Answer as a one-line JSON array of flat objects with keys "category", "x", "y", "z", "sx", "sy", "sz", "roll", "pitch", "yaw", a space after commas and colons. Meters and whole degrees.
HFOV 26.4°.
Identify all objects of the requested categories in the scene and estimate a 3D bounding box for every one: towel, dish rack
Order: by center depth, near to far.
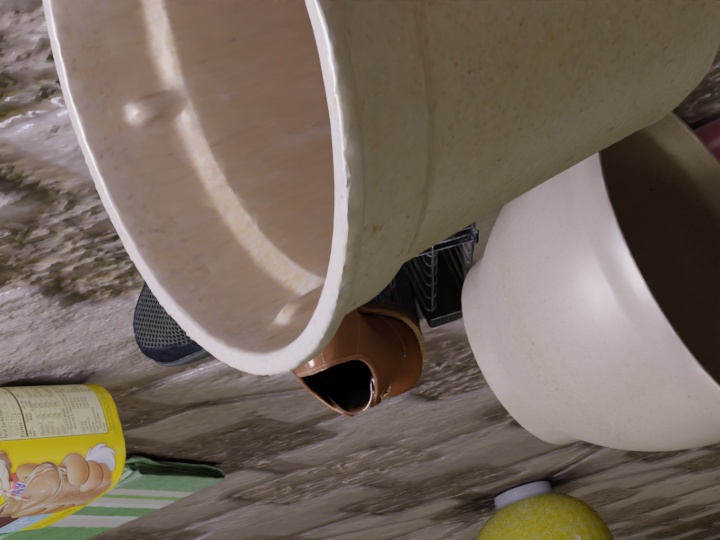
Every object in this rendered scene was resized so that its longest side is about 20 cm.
[{"category": "dish rack", "x": 0.000, "y": 0.000, "z": 0.939, "sx": 0.152, "sy": 0.055, "sz": 0.200, "roll": -17, "pitch": 160, "yaw": -4}, {"category": "towel", "x": -0.241, "y": 0.213, "z": 1.380, "sx": 0.198, "sy": 0.024, "sz": 0.152, "roll": -26, "pitch": 160, "yaw": 19}]

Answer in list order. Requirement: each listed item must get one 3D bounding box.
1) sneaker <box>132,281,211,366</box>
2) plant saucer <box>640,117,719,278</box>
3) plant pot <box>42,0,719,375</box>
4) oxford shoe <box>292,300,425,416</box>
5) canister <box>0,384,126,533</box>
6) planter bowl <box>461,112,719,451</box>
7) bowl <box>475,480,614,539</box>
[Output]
[{"category": "sneaker", "x": -0.089, "y": -0.015, "z": 0.782, "sx": 0.113, "sy": 0.077, "sz": 0.199, "roll": 1, "pitch": 152, "yaw": -38}, {"category": "plant saucer", "x": 0.255, "y": -0.012, "z": 0.995, "sx": 0.198, "sy": 0.051, "sz": 0.202, "roll": -9, "pitch": 132, "yaw": -10}, {"category": "plant pot", "x": 0.015, "y": -0.091, "z": 0.510, "sx": 0.182, "sy": 0.202, "sz": 0.201, "roll": -20, "pitch": 165, "yaw": -28}, {"category": "oxford shoe", "x": -0.006, "y": 0.056, "z": 0.901, "sx": 0.071, "sy": 0.072, "sz": 0.200, "roll": -25, "pitch": 160, "yaw": 14}, {"category": "canister", "x": -0.273, "y": 0.130, "z": 1.015, "sx": 0.199, "sy": 0.088, "sz": 0.148, "roll": 1, "pitch": 155, "yaw": -47}, {"category": "planter bowl", "x": 0.143, "y": 0.019, "z": 0.870, "sx": 0.134, "sy": 0.202, "sz": 0.199, "roll": -32, "pitch": 157, "yaw": 31}, {"category": "bowl", "x": 0.231, "y": 0.343, "z": 2.036, "sx": 0.198, "sy": 0.109, "sz": 0.200, "roll": -15, "pitch": 162, "yaw": -5}]
